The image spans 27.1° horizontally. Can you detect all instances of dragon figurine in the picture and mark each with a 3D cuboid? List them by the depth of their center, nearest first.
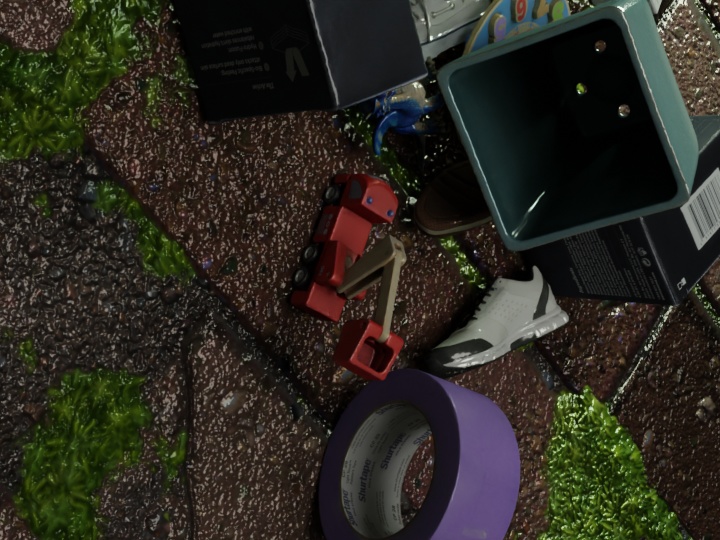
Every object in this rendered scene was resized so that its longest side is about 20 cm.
[{"bbox_3d":[0.030,-0.153,1.481,0.099,0.200,0.059,-19,72,-10],"label":"dragon figurine"}]

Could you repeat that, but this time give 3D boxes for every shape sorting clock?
[{"bbox_3d":[0.165,-0.213,1.590,0.200,0.039,0.201,-36,142,-35],"label":"shape sorting clock"}]

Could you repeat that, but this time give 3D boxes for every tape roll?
[{"bbox_3d":[0.054,0.202,1.447,0.085,0.199,0.201,22,78,-38],"label":"tape roll"}]

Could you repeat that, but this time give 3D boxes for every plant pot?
[{"bbox_3d":[0.224,-0.165,1.477,0.197,0.195,0.200,66,31,-13],"label":"plant pot"}]

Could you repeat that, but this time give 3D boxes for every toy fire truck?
[{"bbox_3d":[0.000,0.000,1.434,0.049,0.141,0.201,30,73,-35],"label":"toy fire truck"}]

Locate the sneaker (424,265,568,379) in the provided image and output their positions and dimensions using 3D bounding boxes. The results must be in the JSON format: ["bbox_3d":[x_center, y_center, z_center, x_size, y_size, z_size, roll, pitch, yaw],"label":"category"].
[{"bbox_3d":[0.135,0.056,1.602,0.199,0.074,0.080,-24,92,-40],"label":"sneaker"}]

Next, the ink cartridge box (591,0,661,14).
[{"bbox_3d":[0.312,-0.415,1.681,0.201,0.085,0.146,-67,151,-14],"label":"ink cartridge box"}]

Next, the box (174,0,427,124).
[{"bbox_3d":[-0.065,-0.246,1.329,0.117,0.196,0.201,-25,107,-37],"label":"box"}]

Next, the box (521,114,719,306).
[{"bbox_3d":[0.302,-0.069,1.638,0.197,0.199,0.118,-43,117,-30],"label":"box"}]

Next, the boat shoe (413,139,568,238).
[{"bbox_3d":[0.140,-0.081,1.587,0.202,0.075,0.075,-29,152,-23],"label":"boat shoe"}]

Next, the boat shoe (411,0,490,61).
[{"bbox_3d":[0.061,-0.262,1.518,0.201,0.074,0.087,-29,109,-37],"label":"boat shoe"}]
